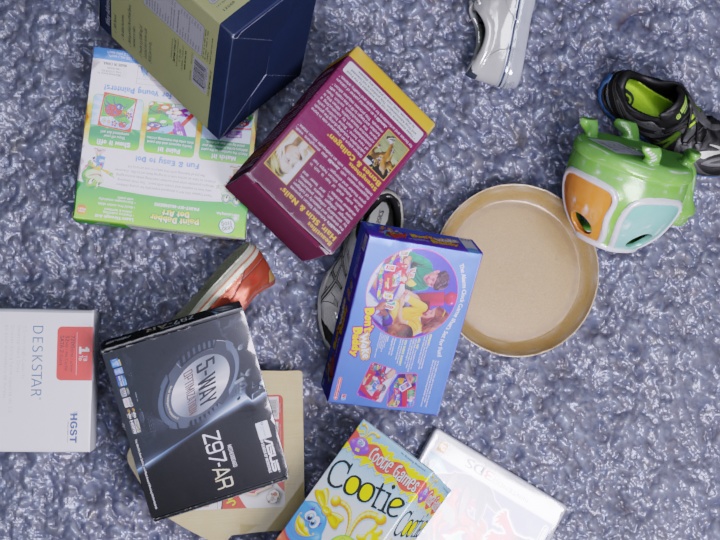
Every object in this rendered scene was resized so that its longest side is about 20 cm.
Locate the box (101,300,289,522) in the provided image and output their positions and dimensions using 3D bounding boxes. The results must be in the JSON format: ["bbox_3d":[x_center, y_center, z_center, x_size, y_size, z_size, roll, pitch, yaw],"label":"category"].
[{"bbox_3d":[-0.178,0.152,1.445,0.158,0.044,0.202,-16,102,-8],"label":"box"}]

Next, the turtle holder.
[{"bbox_3d":[0.308,-0.096,1.531,0.140,0.185,0.133,23,109,21],"label":"turtle holder"}]

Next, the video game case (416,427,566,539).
[{"bbox_3d":[0.114,0.313,1.529,0.181,0.023,0.201,30,83,-3],"label":"video game case"}]

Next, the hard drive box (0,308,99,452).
[{"bbox_3d":[-0.390,0.119,1.462,0.197,0.077,0.158,0,86,-7],"label":"hard drive box"}]

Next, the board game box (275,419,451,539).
[{"bbox_3d":[-0.005,0.284,1.461,0.103,0.105,0.201,33,82,24],"label":"board game box"}]

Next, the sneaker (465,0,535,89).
[{"bbox_3d":[0.165,-0.317,1.561,0.070,0.073,0.203,9,85,-9],"label":"sneaker"}]

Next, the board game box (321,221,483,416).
[{"bbox_3d":[0.044,0.056,1.480,0.133,0.045,0.202,9,110,-16],"label":"board game box"}]

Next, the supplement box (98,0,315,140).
[{"bbox_3d":[-0.167,-0.292,1.427,0.200,0.200,0.134,43,64,11],"label":"supplement box"}]

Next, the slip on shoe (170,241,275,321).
[{"bbox_3d":[-0.171,0.059,1.497,0.061,0.074,0.200,44,82,-16],"label":"slip on shoe"}]

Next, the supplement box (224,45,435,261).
[{"bbox_3d":[-0.034,-0.128,1.488,0.131,0.103,0.200,44,73,-12],"label":"supplement box"}]

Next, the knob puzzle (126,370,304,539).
[{"bbox_3d":[-0.163,0.205,1.503,0.217,0.030,0.223,0,86,-7],"label":"knob puzzle"}]

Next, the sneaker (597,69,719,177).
[{"bbox_3d":[0.372,-0.173,1.568,0.198,0.083,0.071,31,83,-3],"label":"sneaker"}]

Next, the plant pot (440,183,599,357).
[{"bbox_3d":[0.180,0.000,1.561,0.197,0.027,0.203,0,86,-7],"label":"plant pot"}]

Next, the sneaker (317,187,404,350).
[{"bbox_3d":[0.000,0.000,1.510,0.075,0.088,0.203,13,85,-7],"label":"sneaker"}]

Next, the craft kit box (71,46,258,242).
[{"bbox_3d":[-0.217,-0.142,1.520,0.197,0.049,0.200,7,82,-6],"label":"craft kit box"}]
